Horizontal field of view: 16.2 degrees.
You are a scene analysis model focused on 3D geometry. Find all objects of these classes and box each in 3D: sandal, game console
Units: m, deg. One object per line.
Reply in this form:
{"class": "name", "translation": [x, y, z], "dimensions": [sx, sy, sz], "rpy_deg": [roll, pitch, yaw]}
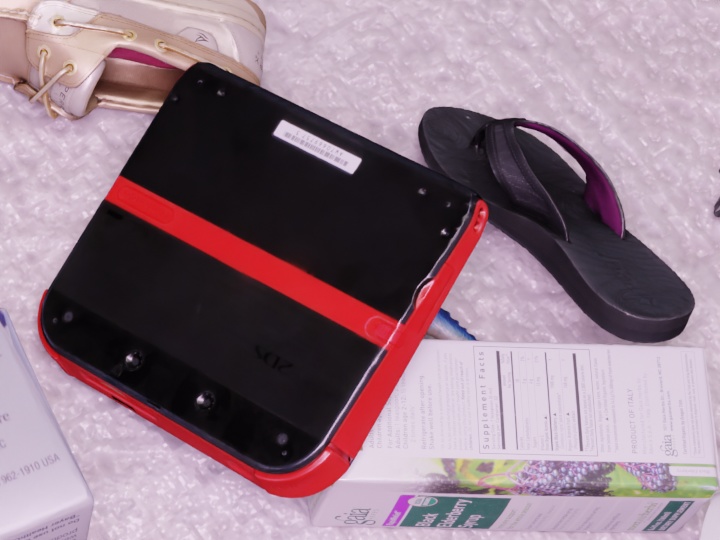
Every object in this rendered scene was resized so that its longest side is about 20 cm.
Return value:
{"class": "sandal", "translation": [0.108, -0.039, 1.343], "dimensions": [0.075, 0.048, 0.200], "rpy_deg": [-13, 44, -38]}
{"class": "game console", "translation": [-0.054, 0.003, 1.274], "dimensions": [0.200, 0.031, 0.177], "rpy_deg": [27, 80, 30]}

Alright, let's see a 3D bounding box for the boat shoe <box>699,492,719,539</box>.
{"class": "boat shoe", "translation": [0.204, 0.208, 1.263], "dimensions": [0.063, 0.071, 0.201], "rpy_deg": [-7, 71, 23]}

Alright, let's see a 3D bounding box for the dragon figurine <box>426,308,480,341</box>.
{"class": "dragon figurine", "translation": [0.000, 0.000, 1.332], "dimensions": [0.199, 0.059, 0.100], "rpy_deg": [8, 65, -6]}

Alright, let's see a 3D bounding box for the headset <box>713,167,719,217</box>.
{"class": "headset", "translation": [0.298, -0.053, 1.419], "dimensions": [0.199, 0.094, 0.124], "rpy_deg": [0, 61, -27]}

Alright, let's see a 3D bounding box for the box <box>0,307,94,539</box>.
{"class": "box", "translation": [-0.227, 0.128, 1.153], "dimensions": [0.183, 0.200, 0.105], "rpy_deg": [-22, 70, -19]}

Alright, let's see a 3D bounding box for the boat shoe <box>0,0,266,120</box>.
{"class": "boat shoe", "translation": [-0.147, -0.115, 1.348], "dimensions": [0.199, 0.074, 0.069], "rpy_deg": [2, 60, -10]}

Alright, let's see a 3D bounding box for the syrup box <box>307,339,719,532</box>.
{"class": "syrup box", "translation": [0.075, 0.085, 1.297], "dimensions": [0.199, 0.079, 0.082], "rpy_deg": [1, 66, -10]}
